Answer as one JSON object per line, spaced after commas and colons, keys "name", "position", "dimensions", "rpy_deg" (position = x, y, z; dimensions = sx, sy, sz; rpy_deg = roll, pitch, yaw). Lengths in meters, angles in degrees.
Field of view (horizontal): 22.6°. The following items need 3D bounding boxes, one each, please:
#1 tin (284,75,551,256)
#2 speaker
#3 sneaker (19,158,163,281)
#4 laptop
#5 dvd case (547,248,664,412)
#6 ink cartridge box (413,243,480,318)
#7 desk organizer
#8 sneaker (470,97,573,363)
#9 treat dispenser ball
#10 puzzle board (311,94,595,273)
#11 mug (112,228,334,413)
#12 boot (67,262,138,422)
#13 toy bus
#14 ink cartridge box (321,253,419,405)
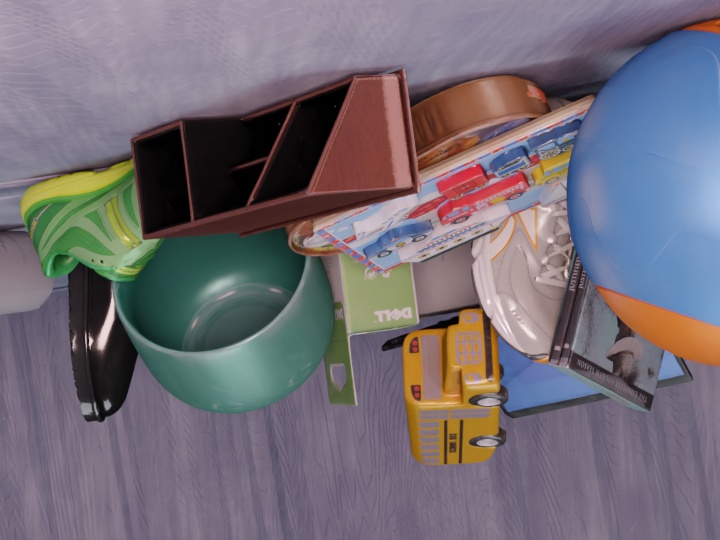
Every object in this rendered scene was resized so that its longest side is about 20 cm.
{"name": "tin", "position": [0.036, -0.068, 1.184], "dimensions": [0.199, 0.042, 0.112], "rpy_deg": [-27, 157, 22]}
{"name": "speaker", "position": [-0.365, 0.005, 1.645], "dimensions": [0.081, 0.082, 0.200], "rpy_deg": [-10, 179, 24]}
{"name": "sneaker", "position": [-0.154, -0.036, 1.268], "dimensions": [0.199, 0.084, 0.074], "rpy_deg": [-11, 177, 37]}
{"name": "laptop", "position": [0.146, 0.074, 1.448], "dimensions": [0.176, 0.104, 0.200], "rpy_deg": [-15, 180, 28]}
{"name": "dvd case", "position": [0.199, -0.009, 1.316], "dimensions": [0.022, 0.201, 0.146], "rpy_deg": [10, 169, 35]}
{"name": "ink cartridge box", "position": [0.068, -0.036, 1.521], "dimensions": [0.199, 0.146, 0.145], "rpy_deg": [-11, 179, 38]}
{"name": "desk organizer", "position": [-0.056, -0.065, 1.075], "dimensions": [0.077, 0.072, 0.200], "rpy_deg": [-5, 177, -35]}
{"name": "sneaker", "position": [0.131, -0.035, 1.290], "dimensions": [0.092, 0.201, 0.076], "rpy_deg": [-22, 156, 35]}
{"name": "treat dispenser ball", "position": [0.219, -0.045, 1.040], "dimensions": [0.200, 0.202, 0.201], "rpy_deg": [-9, 179, 0]}
{"name": "puzzle board", "position": [0.080, -0.050, 1.201], "dimensions": [0.199, 0.017, 0.151], "rpy_deg": [-23, 162, 12]}
{"name": "mug", "position": [-0.098, 0.016, 1.339], "dimensions": [0.151, 0.186, 0.115], "rpy_deg": [-16, 142, 5]}
{"name": "boot", "position": [-0.150, 0.019, 1.435], "dimensions": [0.161, 0.200, 0.073], "rpy_deg": [-3, -179, -2]}
{"name": "toy bus", "position": [0.074, 0.093, 1.393], "dimensions": [0.078, 0.065, 0.200], "rpy_deg": [-2, 158, 3]}
{"name": "ink cartridge box", "position": [0.000, 0.000, 1.380], "dimensions": [0.059, 0.201, 0.104], "rpy_deg": [-7, 178, -14]}
